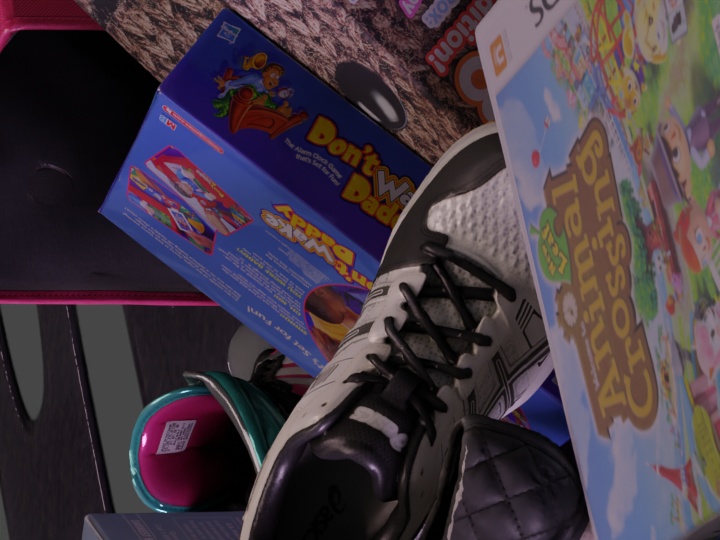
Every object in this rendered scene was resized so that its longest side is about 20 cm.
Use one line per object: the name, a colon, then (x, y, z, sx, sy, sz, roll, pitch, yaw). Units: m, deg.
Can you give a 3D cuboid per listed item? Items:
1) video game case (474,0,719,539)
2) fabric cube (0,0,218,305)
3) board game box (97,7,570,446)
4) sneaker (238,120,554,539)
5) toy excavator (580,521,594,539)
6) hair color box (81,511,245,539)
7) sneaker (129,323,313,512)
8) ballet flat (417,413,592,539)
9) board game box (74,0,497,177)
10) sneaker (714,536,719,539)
video game case: (0.092, -0.021, 0.864, 0.182, 0.022, 0.201, 130, 130, -64)
fabric cube: (-0.115, -0.121, 1.339, 0.200, 0.195, 0.200, 119, 145, -46)
board game box: (0.000, 0.000, 1.085, 0.045, 0.200, 0.134, -53, 1, -23)
sneaker: (0.021, 0.043, 0.978, 0.201, 0.075, 0.088, -63, -3, 11)
toy excavator: (0.047, 0.160, 1.002, 0.194, 0.099, 0.201, -34, 38, 60)
hair color box: (-0.013, 0.151, 1.103, 0.061, 0.199, 0.100, -139, 55, -59)
sneaker: (-0.052, 0.072, 1.283, 0.200, 0.120, 0.084, -140, 55, -59)
ballet flat: (0.001, 0.129, 0.958, 0.200, 0.057, 0.067, -51, 13, 15)
board game box: (-0.003, -0.104, 1.079, 0.097, 0.200, 0.159, -53, 14, -23)
sneaker: (0.116, 0.015, 0.921, 0.077, 0.075, 0.201, 69, 180, -51)
